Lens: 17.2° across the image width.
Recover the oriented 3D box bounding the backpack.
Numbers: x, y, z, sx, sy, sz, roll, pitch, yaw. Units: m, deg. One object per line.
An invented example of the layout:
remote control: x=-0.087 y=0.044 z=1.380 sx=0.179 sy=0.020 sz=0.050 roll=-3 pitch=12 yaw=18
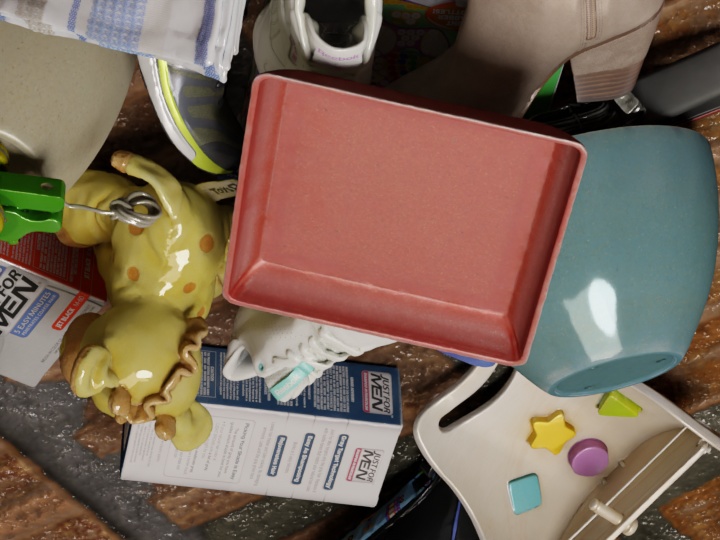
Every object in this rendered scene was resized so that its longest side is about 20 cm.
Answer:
backpack: x=0.040 y=0.268 z=1.864 sx=0.134 sy=0.183 sz=0.200 roll=35 pitch=129 yaw=-25

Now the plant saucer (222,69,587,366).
plant saucer: x=0.024 y=-0.038 z=1.448 sx=0.199 sy=0.037 sz=0.200 roll=13 pitch=137 yaw=1

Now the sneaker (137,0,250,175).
sneaker: x=-0.101 y=-0.147 z=1.489 sx=0.080 sy=0.074 sz=0.201 roll=-17 pitch=126 yaw=6

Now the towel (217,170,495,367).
towel: x=0.000 y=0.000 z=1.616 sx=0.144 sy=0.024 sz=0.200 roll=22 pitch=164 yaw=39

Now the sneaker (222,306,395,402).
sneaker: x=-0.031 y=0.050 z=1.632 sx=0.075 sy=0.089 sz=0.200 roll=38 pitch=159 yaw=-22

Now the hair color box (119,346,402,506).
hair color box: x=-0.075 y=0.115 z=1.785 sx=0.199 sy=0.061 sz=0.100 roll=8 pitch=136 yaw=-10

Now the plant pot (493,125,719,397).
plant pot: x=0.152 y=0.006 z=1.570 sx=0.199 sy=0.136 sz=0.200 roll=-13 pitch=164 yaw=-4

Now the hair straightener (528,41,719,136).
hair straightener: x=0.156 y=-0.106 z=1.530 sx=0.199 sy=0.041 sz=0.077 roll=-16 pitch=163 yaw=-5

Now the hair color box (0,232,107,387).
hair color box: x=-0.286 y=-0.004 z=1.651 sx=0.199 sy=0.064 sz=0.111 roll=24 pitch=131 yaw=-24

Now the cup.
cup: x=-0.241 y=-0.105 z=1.488 sx=0.199 sy=0.144 sz=0.201 roll=-1 pitch=136 yaw=-1

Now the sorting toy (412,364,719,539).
sorting toy: x=0.141 y=0.127 z=1.786 sx=0.180 sy=0.107 sz=0.200 roll=37 pitch=110 yaw=-18

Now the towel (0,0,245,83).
towel: x=-0.149 y=-0.201 z=1.368 sx=0.199 sy=0.024 sz=0.148 roll=16 pitch=103 yaw=23

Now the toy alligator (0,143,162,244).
toy alligator: x=-0.220 y=-0.038 z=1.411 sx=0.199 sy=0.060 sz=0.054 roll=12 pitch=135 yaw=-15

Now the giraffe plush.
giraffe plush: x=-0.135 y=0.028 z=1.566 sx=0.172 sy=0.163 sz=0.200 roll=20 pitch=166 yaw=-18

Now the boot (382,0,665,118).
boot: x=0.088 y=-0.155 z=1.444 sx=0.199 sy=0.070 sz=0.147 roll=-13 pitch=137 yaw=-1

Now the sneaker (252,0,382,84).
sneaker: x=-0.026 y=-0.140 z=1.432 sx=0.074 sy=0.100 sz=0.201 roll=0 pitch=138 yaw=-4

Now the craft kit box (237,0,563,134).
craft kit box: x=0.031 y=-0.141 z=1.535 sx=0.199 sy=0.049 sz=0.198 roll=6 pitch=139 yaw=-8
